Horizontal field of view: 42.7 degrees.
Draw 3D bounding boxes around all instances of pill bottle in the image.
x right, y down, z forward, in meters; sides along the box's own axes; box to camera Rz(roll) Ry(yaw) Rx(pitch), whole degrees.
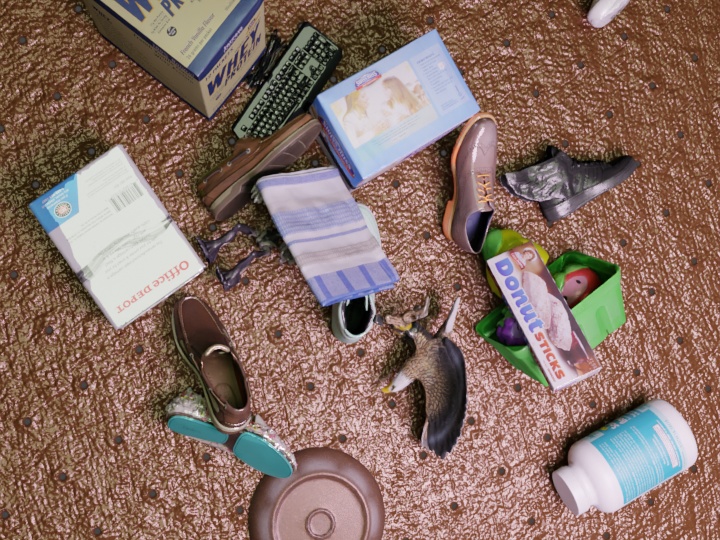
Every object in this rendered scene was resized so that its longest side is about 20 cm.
[{"bbox_3d":[0.382,0.279,1.349,0.198,0.111,0.112,-26,93,-11],"label":"pill bottle"}]

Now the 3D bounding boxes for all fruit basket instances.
[{"bbox_3d":[0.256,0.030,1.328,0.213,0.155,0.219,-5,104,-20],"label":"fruit basket"}]

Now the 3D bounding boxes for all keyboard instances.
[{"bbox_3d":[-0.113,-0.265,1.313,0.104,0.040,0.201,34,81,-8],"label":"keyboard"}]

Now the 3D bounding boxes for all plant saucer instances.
[{"bbox_3d":[-0.058,0.354,1.300,0.197,0.037,0.203,0,88,-10],"label":"plant saucer"}]

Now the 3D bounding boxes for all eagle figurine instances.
[{"bbox_3d":[0.101,0.150,1.291,0.151,0.151,0.201,-21,76,-46],"label":"eagle figurine"}]

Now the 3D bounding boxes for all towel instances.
[{"bbox_3d":[-0.043,-0.052,1.233,0.146,0.024,0.201,-13,67,-41],"label":"towel"}]

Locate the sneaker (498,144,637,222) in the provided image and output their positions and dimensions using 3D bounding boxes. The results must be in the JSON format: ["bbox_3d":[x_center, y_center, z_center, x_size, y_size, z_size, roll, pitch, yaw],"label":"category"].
[{"bbox_3d":[0.313,-0.149,1.380,0.199,0.060,0.105,-32,98,-7],"label":"sneaker"}]

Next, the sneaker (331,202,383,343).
[{"bbox_3d":[0.000,0.000,1.284,0.073,0.118,0.203,4,86,-9],"label":"sneaker"}]

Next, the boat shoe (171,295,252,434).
[{"bbox_3d":[-0.193,0.113,1.233,0.074,0.075,0.204,-20,68,-27],"label":"boat shoe"}]

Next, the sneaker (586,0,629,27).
[{"bbox_3d":[0.383,-0.462,1.407,0.099,0.078,0.201,32,73,-1],"label":"sneaker"}]

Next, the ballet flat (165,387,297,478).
[{"bbox_3d":[-0.172,0.217,1.269,0.198,0.076,0.064,28,39,-11],"label":"ballet flat"}]

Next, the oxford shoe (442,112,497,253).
[{"bbox_3d":[0.170,-0.121,1.301,0.070,0.073,0.202,-9,121,-23],"label":"oxford shoe"}]

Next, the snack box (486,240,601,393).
[{"bbox_3d":[0.246,0.061,1.249,0.071,0.024,0.202,-24,68,-3],"label":"snack box"}]

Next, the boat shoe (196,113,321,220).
[{"bbox_3d":[-0.145,-0.157,1.264,0.199,0.072,0.068,-39,77,9],"label":"boat shoe"}]

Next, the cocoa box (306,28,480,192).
[{"bbox_3d":[0.042,-0.222,1.294,0.199,0.131,0.134,-31,93,-11],"label":"cocoa box"}]

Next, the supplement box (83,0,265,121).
[{"bbox_3d":[-0.239,-0.331,1.199,0.199,0.200,0.135,37,82,0],"label":"supplement box"}]

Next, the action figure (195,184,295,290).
[{"bbox_3d":[-0.120,-0.054,1.273,0.199,0.102,0.120,-31,82,-9],"label":"action figure"}]

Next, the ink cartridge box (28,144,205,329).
[{"bbox_3d":[-0.323,-0.042,1.240,0.144,0.084,0.201,-35,94,-11],"label":"ink cartridge box"}]
